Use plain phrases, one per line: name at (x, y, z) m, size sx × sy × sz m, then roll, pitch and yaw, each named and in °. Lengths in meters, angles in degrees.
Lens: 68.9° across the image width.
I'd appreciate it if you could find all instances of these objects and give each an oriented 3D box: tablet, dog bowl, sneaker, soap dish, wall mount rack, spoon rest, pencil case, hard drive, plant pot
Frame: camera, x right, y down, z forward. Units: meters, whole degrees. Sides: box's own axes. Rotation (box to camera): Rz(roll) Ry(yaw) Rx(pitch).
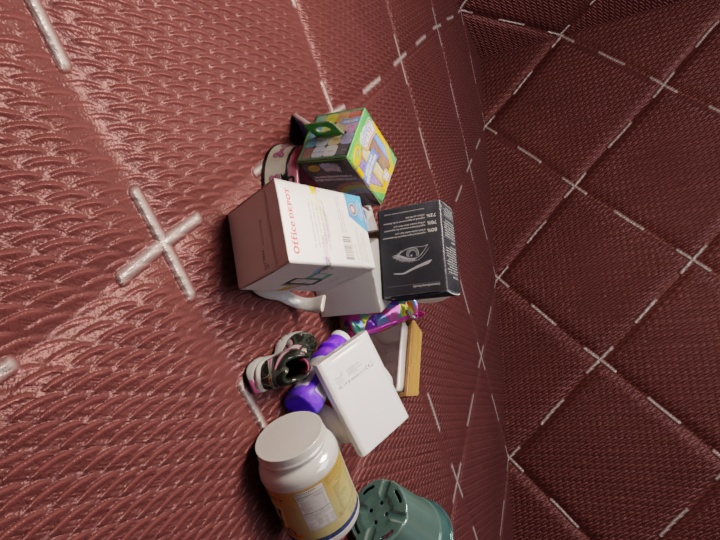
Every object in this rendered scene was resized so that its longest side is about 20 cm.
tablet at (-0.081, -0.254, 1.181) m, size 0.130 × 0.014 × 0.200 m, roll 46°, pitch -10°, yaw 48°
dog bowl at (-0.119, -0.172, 1.101) m, size 0.200 × 0.074 × 0.201 m, roll -6°, pitch 90°, yaw -65°
sneaker at (-0.123, 0.174, 0.983) m, size 0.200 × 0.086 × 0.081 m, roll -41°, pitch 122°, yaw -61°
soap dish at (0.081, 0.233, 1.318) m, size 0.081 × 0.157 × 0.200 m, roll 27°, pitch 56°, yaw -31°
wall mount rack at (0.037, -0.138, 1.424) m, size 0.174 × 0.074 × 0.200 m, roll -54°, pitch 131°, yaw -56°
spoon rest at (-0.153, 0.026, 1.012) m, size 0.200 × 0.061 × 0.100 m, roll 40°, pitch 46°, yaw -38°
pencil case at (0.048, 0.105, 1.252) m, size 0.200 × 0.088 × 0.089 m, roll -17°, pitch 102°, yaw -20°
hard drive at (0.003, 0.237, 1.023) m, size 0.132 × 0.027 × 0.200 m, roll -31°, pitch 99°, yaw -33°
plant pot at (0.086, 0.593, 1.217) m, size 0.196 × 0.200 × 0.201 m, roll 52°, pitch 38°, yaw -36°

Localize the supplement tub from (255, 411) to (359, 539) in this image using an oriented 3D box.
supplement tub at (-0.094, 0.366, 0.926) m, size 0.144 × 0.144 × 0.200 m, roll -54°, pitch 131°, yaw -56°

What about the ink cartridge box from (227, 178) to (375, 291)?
ink cartridge box at (-0.104, -0.053, 0.928) m, size 0.200 × 0.146 × 0.147 m, roll 4°, pitch 68°, yaw -46°

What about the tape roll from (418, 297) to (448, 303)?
tape roll at (0.184, 0.011, 1.551) m, size 0.203 × 0.202 × 0.071 m, roll 59°, pitch 35°, yaw -42°

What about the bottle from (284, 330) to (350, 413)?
bottle at (-0.078, 0.203, 1.060) m, size 0.065 × 0.083 × 0.200 m, roll 46°, pitch 41°, yaw -12°

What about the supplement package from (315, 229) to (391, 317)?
supplement package at (0.000, 0.000, 1.217) m, size 0.200 × 0.150 × 0.152 m, roll -36°, pitch 116°, yaw -62°

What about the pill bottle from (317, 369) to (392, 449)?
pill bottle at (-0.029, 0.277, 1.078) m, size 0.200 × 0.112 × 0.112 m, roll -50°, pitch 132°, yaw -29°

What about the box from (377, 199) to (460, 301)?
box at (0.127, -0.038, 1.148) m, size 0.104 × 0.148 × 0.201 m, roll 14°, pitch 71°, yaw -64°

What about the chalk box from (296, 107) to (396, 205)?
chalk box at (-0.034, -0.234, 1.044) m, size 0.200 × 0.124 × 0.124 m, roll 49°, pitch 53°, yaw -49°
